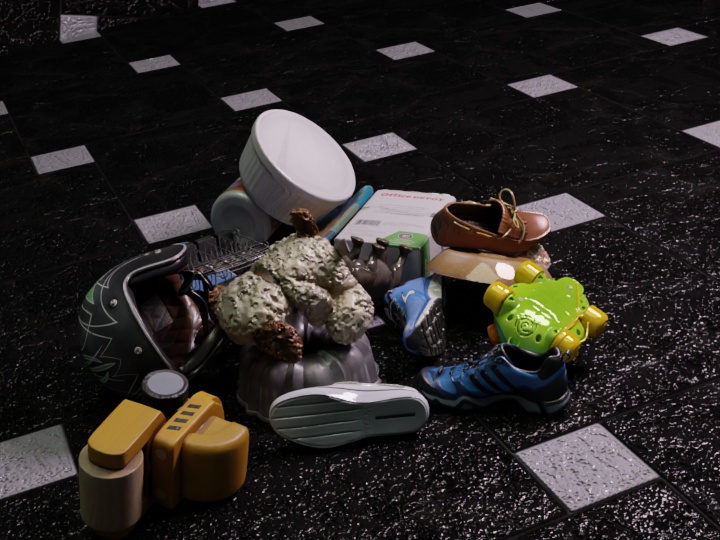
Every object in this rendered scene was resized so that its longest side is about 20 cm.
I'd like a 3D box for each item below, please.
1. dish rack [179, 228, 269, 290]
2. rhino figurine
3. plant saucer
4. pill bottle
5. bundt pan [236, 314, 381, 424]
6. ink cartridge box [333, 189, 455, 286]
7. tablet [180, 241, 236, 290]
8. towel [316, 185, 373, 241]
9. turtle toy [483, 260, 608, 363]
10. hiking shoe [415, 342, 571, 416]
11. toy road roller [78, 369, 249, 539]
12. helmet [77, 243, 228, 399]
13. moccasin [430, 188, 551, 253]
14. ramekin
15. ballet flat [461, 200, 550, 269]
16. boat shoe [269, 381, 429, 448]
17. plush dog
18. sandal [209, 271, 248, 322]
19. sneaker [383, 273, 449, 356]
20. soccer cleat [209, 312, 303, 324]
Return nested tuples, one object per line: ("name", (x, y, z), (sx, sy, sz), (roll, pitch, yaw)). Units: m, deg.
("dish rack", (-0.225, -0.013, 1.679), (0.152, 0.055, 0.199), (-22, 21, -27))
("rhino figurine", (0.000, 0.000, 1.538), (0.059, 0.089, 0.199), (22, 11, 31))
("plant saucer", (0.193, -0.005, 1.581), (0.196, 0.036, 0.200), (8, 5, -1))
("pill bottle", (-0.174, -0.122, 1.883), (0.110, 0.114, 0.200), (4, 28, 18))
("bundt pan", (-0.072, 0.119, 1.433), (0.198, 0.077, 0.203), (-4, 27, 2))
("ink cartridge box", (0.061, -0.050, 1.727), (0.144, 0.086, 0.200), (7, 28, 21))
("tablet", (-0.297, 0.005, 1.767), (0.129, 0.014, 0.199), (-22, 30, -28))
("towel", (-0.064, -0.064, 1.767), (0.146, 0.022, 0.200), (-33, 10, 35))
("turtle toy", (0.249, 0.068, 1.441), (0.145, 0.102, 0.199), (37, 42, 23))
("hiking shoe", (0.167, 0.126, 1.359), (0.196, 0.088, 0.075), (1, 27, 13))
("toy road roller", (-0.215, 0.217, 1.225), (0.144, 0.125, 0.200), (17, 32, 17))
("helmet", (-0.283, 0.076, 1.433), (0.198, 0.202, 0.190), (20, 48, 41))
("moccasin", (0.202, -0.075, 1.613), (0.198, 0.078, 0.075), (7, 50, -22))
("ramekin", (-0.114, -0.165, 1.806), (0.200, 0.094, 0.204), (28, 36, -23))
("ballet flat", (0.217, -0.053, 1.707), (0.076, 0.064, 0.199), (-43, 45, -14))
("boat shoe", (-0.015, 0.176, 1.335), (0.196, 0.075, 0.067), (2, 11, -6))
("plush dog", (-0.105, 0.030, 1.376), (0.171, 0.162, 0.199), (-40, 41, -26))
("sandal", (-0.140, 0.037, 1.623), (0.204, 0.060, 0.080), (-25, 50, -11))
("sneaker", (0.076, 0.067, 1.523), (0.088, 0.080, 0.200), (-8, 18, 11))
("soccer cleat", (-0.119, 0.066, 1.557), (0.196, 0.071, 0.086), (-3, -14, -6))
